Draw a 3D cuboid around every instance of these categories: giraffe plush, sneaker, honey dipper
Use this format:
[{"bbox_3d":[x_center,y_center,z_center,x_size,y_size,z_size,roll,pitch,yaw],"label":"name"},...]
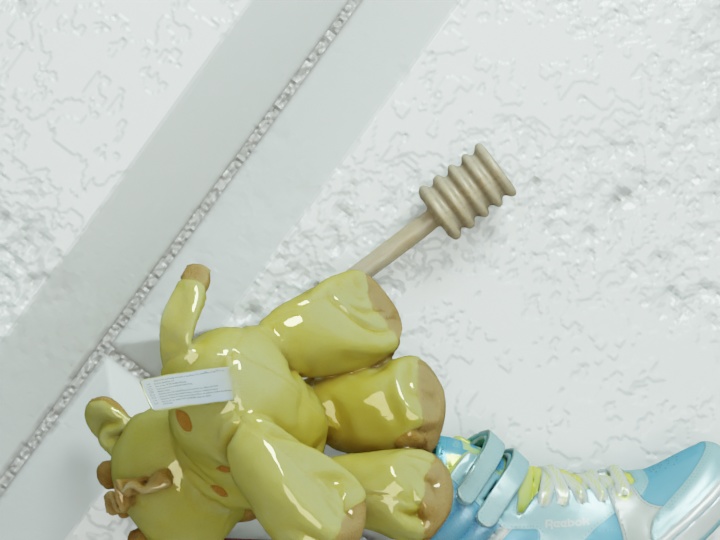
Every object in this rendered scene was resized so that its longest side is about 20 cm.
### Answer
[{"bbox_3d":[-0.069,0.103,1.437,0.199,0.162,0.174,11,57,-30],"label":"giraffe plush"},{"bbox_3d":[0.112,0.127,1.483,0.199,0.080,0.131,-33,98,-2],"label":"sneaker"},{"bbox_3d":[0.000,0.000,1.495,0.199,0.038,0.038,-36,96,3],"label":"honey dipper"}]

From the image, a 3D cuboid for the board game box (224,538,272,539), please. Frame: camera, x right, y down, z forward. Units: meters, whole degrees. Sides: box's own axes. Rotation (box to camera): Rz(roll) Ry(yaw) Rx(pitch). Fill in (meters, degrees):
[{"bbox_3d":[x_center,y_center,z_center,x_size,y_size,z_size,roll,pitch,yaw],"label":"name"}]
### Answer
[{"bbox_3d":[-0.038,0.257,1.499,0.102,0.019,0.202,3,85,-8],"label":"board game box"}]
